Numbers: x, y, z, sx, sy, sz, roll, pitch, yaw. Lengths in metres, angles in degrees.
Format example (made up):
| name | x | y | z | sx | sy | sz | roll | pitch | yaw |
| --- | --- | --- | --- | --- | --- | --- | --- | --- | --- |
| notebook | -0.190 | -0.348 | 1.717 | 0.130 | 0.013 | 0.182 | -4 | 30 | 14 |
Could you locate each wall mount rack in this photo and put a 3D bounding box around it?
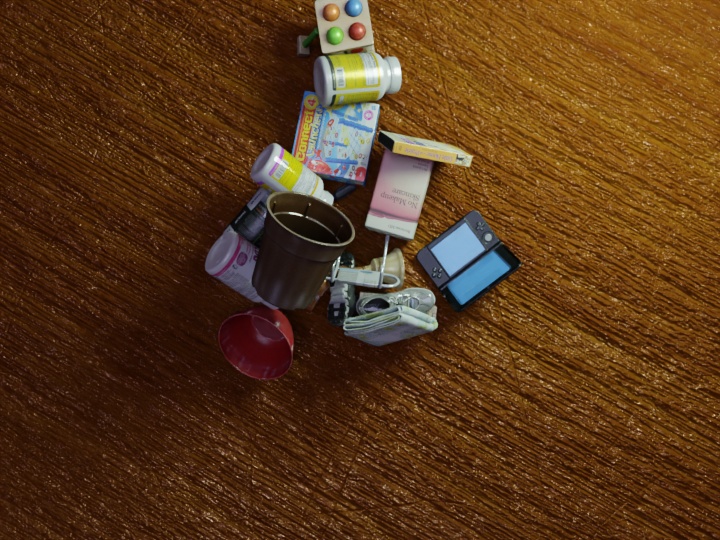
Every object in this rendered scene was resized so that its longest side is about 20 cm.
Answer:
| name | x | y | z | sx | sy | sz | roll | pitch | yaw |
| --- | --- | --- | --- | --- | --- | --- | --- | --- | --- |
| wall mount rack | 0.001 | -0.024 | 1.413 | 0.197 | 0.174 | 0.075 | 7 | 118 | 3 |

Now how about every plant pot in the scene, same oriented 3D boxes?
| name | x | y | z | sx | sy | sz | roll | pitch | yaw |
| --- | --- | --- | --- | --- | --- | --- | --- | --- | --- |
| plant pot | -0.141 | -0.035 | 1.297 | 0.199 | 0.201 | 0.200 | 28 | 119 | 2 |

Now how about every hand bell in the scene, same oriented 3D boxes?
| name | x | y | z | sx | sy | sz | roll | pitch | yaw |
| --- | --- | --- | --- | --- | --- | --- | --- | --- | --- |
| hand bell | 0.000 | 0.000 | 1.471 | 0.197 | 0.104 | 0.106 | -3 | 93 | -14 |

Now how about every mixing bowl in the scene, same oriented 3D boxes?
| name | x | y | z | sx | sy | sz | roll | pitch | yaw |
| --- | --- | --- | --- | --- | --- | --- | --- | --- | --- |
| mixing bowl | -0.246 | 0.164 | 1.505 | 0.197 | 0.109 | 0.202 | 9 | 123 | 13 |

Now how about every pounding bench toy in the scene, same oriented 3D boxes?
| name | x | y | z | sx | sy | sz | roll | pitch | yaw |
| --- | --- | --- | --- | --- | --- | --- | --- | --- | --- |
| pounding bench toy | -0.071 | -0.576 | 1.449 | 0.197 | 0.156 | 0.126 | -10 | 92 | 5 |

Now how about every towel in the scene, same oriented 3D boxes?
| name | x | y | z | sx | sy | sz | roll | pitch | yaw |
| --- | --- | --- | --- | --- | --- | --- | --- | --- | --- |
| towel | 0.073 | 0.137 | 1.437 | 0.169 | 0.199 | 0.049 | -16 | 70 | 28 |

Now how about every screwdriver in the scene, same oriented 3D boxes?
| name | x | y | z | sx | sy | sz | roll | pitch | yaw |
| --- | --- | --- | --- | --- | --- | --- | --- | --- | --- |
| screwdriver | -0.100 | -0.174 | 1.536 | 0.198 | 0.028 | 0.029 | -26 | 60 | 5 |

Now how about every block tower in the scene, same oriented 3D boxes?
| name | x | y | z | sx | sy | sz | roll | pitch | yaw |
| --- | --- | --- | --- | --- | --- | --- | --- | --- | --- |
| block tower | 0.094 | 0.089 | 1.522 | 0.197 | 0.058 | 0.055 | 6 | 93 | 2 |

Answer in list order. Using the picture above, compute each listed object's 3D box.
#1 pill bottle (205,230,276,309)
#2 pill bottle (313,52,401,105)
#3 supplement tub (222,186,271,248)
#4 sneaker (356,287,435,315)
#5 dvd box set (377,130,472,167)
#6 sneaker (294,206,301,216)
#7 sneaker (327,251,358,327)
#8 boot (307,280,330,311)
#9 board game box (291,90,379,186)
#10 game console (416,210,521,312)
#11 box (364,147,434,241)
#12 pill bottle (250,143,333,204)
| name | x | y | z | sx | sy | sz | roll | pitch | yaw |
| --- | --- | --- | --- | --- | --- | --- | --- | --- | --- |
| pill bottle | -0.260 | 0.004 | 1.420 | 0.199 | 0.113 | 0.114 | 37 | 95 | -34 |
| pill bottle | -0.007 | -0.465 | 1.438 | 0.197 | 0.112 | 0.114 | -10 | 92 | -17 |
| supplement tub | -0.264 | -0.103 | 1.503 | 0.122 | 0.123 | 0.200 | 42 | 94 | 1 |
| sneaker | 0.086 | 0.090 | 1.453 | 0.197 | 0.082 | 0.076 | -10 | 92 | 4 |
| dvd box set | 0.151 | -0.293 | 1.425 | 0.197 | 0.147 | 0.030 | 7 | 111 | -17 |
| sneaker | -0.152 | -0.105 | 1.443 | 0.098 | 0.200 | 0.072 | -5 | 58 | 21 |
| sneaker | -0.040 | 0.055 | 1.526 | 0.066 | 0.090 | 0.203 | -4 | 68 | 23 |
| boot | -0.136 | -0.009 | 1.527 | 0.154 | 0.074 | 0.201 | 34 | 105 | 2 |
| board game box | -0.064 | -0.332 | 1.500 | 0.193 | 0.056 | 0.203 | 11 | 87 | 3 |
| game console | 0.263 | -0.027 | 1.474 | 0.199 | 0.116 | 0.177 | -37 | 90 | 4 |
| box | 0.096 | -0.187 | 1.477 | 0.126 | 0.109 | 0.203 | 15 | 91 | 3 |
| pill bottle | -0.161 | -0.209 | 1.442 | 0.199 | 0.104 | 0.105 | 36 | 95 | -30 |
